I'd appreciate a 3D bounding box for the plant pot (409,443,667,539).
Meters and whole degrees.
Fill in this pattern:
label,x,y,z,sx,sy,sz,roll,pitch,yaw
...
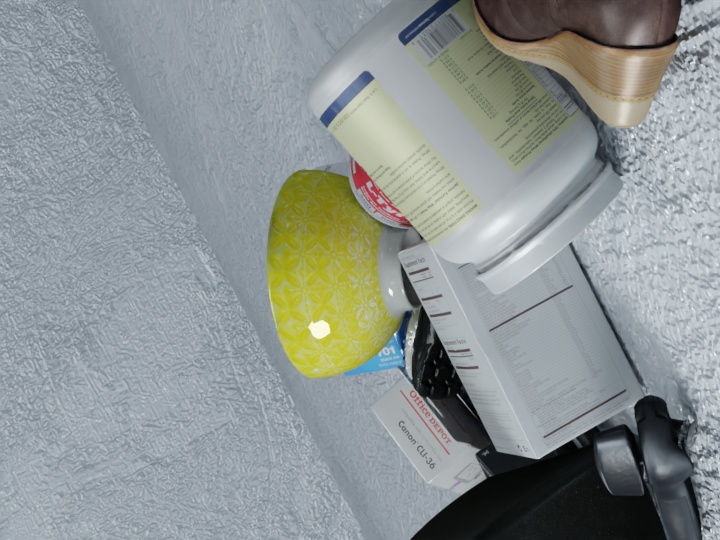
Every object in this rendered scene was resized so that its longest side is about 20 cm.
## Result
label,x,y,z,sx,sy,sz,roll,pitch,yaw
plant pot,0.144,0.283,1.127,0.199,0.177,0.200,-30,79,51

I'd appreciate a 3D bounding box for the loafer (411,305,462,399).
label,x,y,z,sx,sy,sz,roll,pitch,yaw
loafer,0.089,0.032,1.246,0.070,0.068,0.201,-104,26,-56

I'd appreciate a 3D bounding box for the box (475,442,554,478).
label,x,y,z,sx,sy,sz,roll,pitch,yaw
box,0.215,0.263,1.317,0.200,0.079,0.141,44,167,53

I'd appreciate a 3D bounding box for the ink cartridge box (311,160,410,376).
label,x,y,z,sx,sy,sz,roll,pitch,yaw
ink cartridge box,0.001,-0.006,1.459,0.146,0.086,0.200,-69,-36,-55

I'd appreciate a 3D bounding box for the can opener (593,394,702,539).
label,x,y,z,sx,sy,sz,roll,pitch,yaw
can opener,0.248,0.172,1.050,0.200,0.079,0.063,56,-144,-43

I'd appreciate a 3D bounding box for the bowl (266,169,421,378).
label,x,y,z,sx,sy,sz,roll,pitch,yaw
bowl,0.000,0.000,1.227,0.200,0.108,0.200,-4,-90,-69

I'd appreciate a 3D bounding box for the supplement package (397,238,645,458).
label,x,y,z,sx,sy,sz,roll,pitch,yaw
supplement package,0.134,0.044,1.109,0.200,0.114,0.110,64,167,-1

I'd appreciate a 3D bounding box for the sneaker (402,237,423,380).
label,x,y,z,sx,sy,sz,roll,pitch,yaw
sneaker,0.091,0.052,1.340,0.200,0.085,0.077,89,-166,-45

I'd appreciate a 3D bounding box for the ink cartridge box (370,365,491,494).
label,x,y,z,sx,sy,sz,roll,pitch,yaw
ink cartridge box,0.086,0.183,1.463,0.116,0.067,0.200,51,-172,27

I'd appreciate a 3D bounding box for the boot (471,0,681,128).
label,x,y,z,sx,sy,sz,roll,pitch,yaw
boot,0.130,-0.198,0.775,0.200,0.072,0.166,-125,28,-48

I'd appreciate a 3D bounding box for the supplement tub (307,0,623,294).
label,x,y,z,sx,sy,sz,roll,pitch,yaw
supplement tub,0.075,-0.097,0.922,0.200,0.145,0.145,49,168,-2

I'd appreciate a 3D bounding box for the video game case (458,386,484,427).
label,x,y,z,sx,sy,sz,roll,pitch,yaw
video game case,0.141,0.121,1.451,0.181,0.025,0.200,52,164,39

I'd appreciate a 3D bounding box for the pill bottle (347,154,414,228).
label,x,y,z,sx,sy,sz,roll,pitch,yaw
pill bottle,0.060,-0.100,1.097,0.112,0.112,0.200,62,168,-1

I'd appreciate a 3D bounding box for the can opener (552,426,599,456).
label,x,y,z,sx,sy,sz,roll,pitch,yaw
can opener,0.184,0.132,1.225,0.200,0.079,0.063,52,123,31
